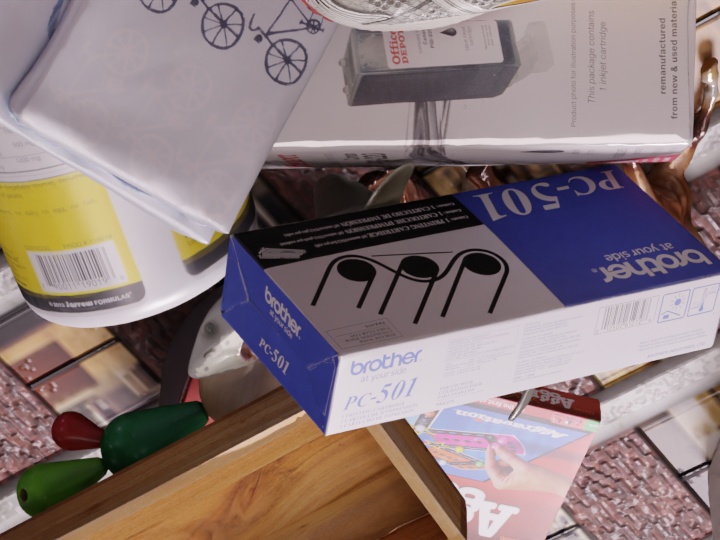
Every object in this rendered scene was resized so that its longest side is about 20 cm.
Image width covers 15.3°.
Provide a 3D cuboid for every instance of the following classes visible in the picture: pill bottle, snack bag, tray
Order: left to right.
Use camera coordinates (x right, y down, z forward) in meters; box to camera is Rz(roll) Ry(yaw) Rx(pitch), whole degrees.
[{"bbox_3d":[-0.124,-0.084,1.149,0.112,0.112,0.200,-13,117,12],"label":"pill bottle"},{"bbox_3d":[-0.097,-0.138,1.073,0.200,0.021,0.189,30,86,-17],"label":"snack bag"},{"bbox_3d":[-0.062,0.122,1.218,0.200,0.037,0.099,-29,116,16],"label":"tray"}]

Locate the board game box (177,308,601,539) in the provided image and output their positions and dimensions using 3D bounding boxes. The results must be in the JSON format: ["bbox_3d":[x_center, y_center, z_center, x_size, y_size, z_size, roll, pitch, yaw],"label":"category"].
[{"bbox_3d":[0.008,0.084,1.330,0.200,0.019,0.103,13,129,-9],"label":"board game box"}]

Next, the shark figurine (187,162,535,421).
[{"bbox_3d":[0.019,-0.010,1.237,0.214,0.090,0.128,5,121,-41],"label":"shark figurine"}]

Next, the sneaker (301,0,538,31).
[{"bbox_3d":[0.069,-0.143,1.060,0.200,0.082,0.078,-14,99,3],"label":"sneaker"}]

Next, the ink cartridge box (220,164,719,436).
[{"bbox_3d":[0.051,0.009,1.146,0.200,0.094,0.044,-11,128,-30],"label":"ink cartridge box"}]

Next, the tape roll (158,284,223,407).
[{"bbox_3d":[-0.006,0.085,1.387,0.200,0.066,0.200,0,129,0],"label":"tape roll"}]

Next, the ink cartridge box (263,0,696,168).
[{"bbox_3d":[0.043,-0.089,1.180,0.200,0.146,0.085,1,89,4],"label":"ink cartridge box"}]

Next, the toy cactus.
[{"bbox_3d":[-0.058,0.085,1.279,0.200,0.102,0.165,11,110,-3],"label":"toy cactus"}]

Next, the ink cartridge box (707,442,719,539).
[{"bbox_3d":[0.294,0.108,1.396,0.200,0.067,0.117,11,129,-7],"label":"ink cartridge box"}]

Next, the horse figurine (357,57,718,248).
[{"bbox_3d":[0.100,-0.034,1.297,0.200,0.050,0.133,-5,124,3],"label":"horse figurine"}]
